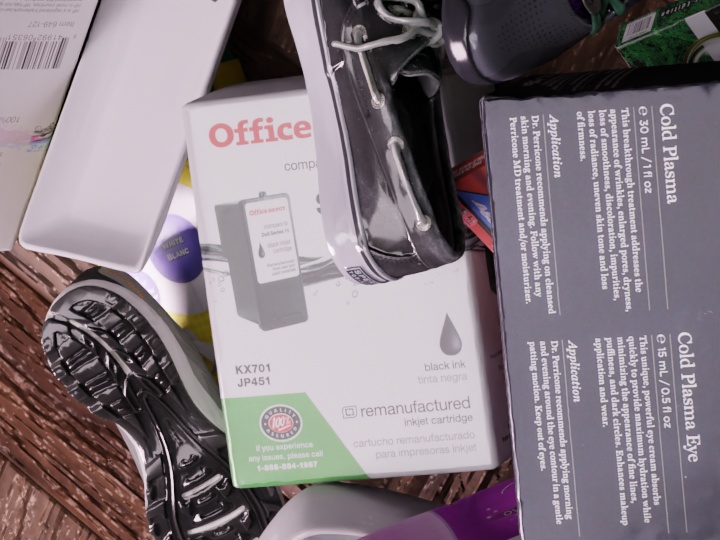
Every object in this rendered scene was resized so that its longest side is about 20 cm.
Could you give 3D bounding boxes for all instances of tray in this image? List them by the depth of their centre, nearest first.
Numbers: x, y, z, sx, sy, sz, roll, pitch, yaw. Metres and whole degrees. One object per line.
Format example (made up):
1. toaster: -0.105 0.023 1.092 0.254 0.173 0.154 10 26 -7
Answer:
1. tray: -0.109 -0.097 1.445 0.107 0.022 0.200 12 80 45

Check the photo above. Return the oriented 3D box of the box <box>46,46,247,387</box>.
1. box: -0.092 -0.027 1.497 0.117 0.048 0.200 -21 90 36

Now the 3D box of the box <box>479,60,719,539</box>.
1. box: 0.157 0.013 1.159 0.182 0.104 0.200 -3 98 16

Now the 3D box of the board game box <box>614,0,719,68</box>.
1. board game box: 0.210 -0.051 1.237 0.105 0.023 0.200 -20 123 36

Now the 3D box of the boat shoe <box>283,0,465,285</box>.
1. boat shoe: 0.012 -0.096 1.286 0.068 0.074 0.200 -13 75 31

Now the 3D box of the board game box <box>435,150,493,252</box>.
1. board game box: 0.138 0.005 1.311 0.103 0.019 0.200 -30 115 36

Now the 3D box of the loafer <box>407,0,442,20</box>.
1. loafer: 0.051 -0.172 1.345 0.200 0.068 0.070 -35 76 31

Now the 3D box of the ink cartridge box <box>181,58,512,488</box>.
1. ink cartridge box: 0.000 0.000 1.391 0.146 0.083 0.200 -6 96 19

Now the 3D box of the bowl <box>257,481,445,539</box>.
1. bowl: 0.012 0.192 1.432 0.200 0.075 0.200 16 124 -20

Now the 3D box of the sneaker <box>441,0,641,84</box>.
1. sneaker: 0.119 -0.147 1.217 0.087 0.200 0.075 9 131 42

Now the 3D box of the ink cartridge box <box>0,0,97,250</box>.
1. ink cartridge box: -0.253 -0.125 1.491 0.145 0.147 0.200 50 128 38

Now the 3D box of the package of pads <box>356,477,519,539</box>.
1. package of pads: 0.096 0.144 1.296 0.200 0.121 0.076 -21 115 -5

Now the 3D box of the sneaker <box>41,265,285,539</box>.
1. sneaker: -0.095 0.081 1.469 0.074 0.079 0.200 -26 107 12

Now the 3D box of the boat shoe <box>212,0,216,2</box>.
1. boat shoe: -0.117 -0.215 1.434 0.062 0.075 0.200 -52 55 9
